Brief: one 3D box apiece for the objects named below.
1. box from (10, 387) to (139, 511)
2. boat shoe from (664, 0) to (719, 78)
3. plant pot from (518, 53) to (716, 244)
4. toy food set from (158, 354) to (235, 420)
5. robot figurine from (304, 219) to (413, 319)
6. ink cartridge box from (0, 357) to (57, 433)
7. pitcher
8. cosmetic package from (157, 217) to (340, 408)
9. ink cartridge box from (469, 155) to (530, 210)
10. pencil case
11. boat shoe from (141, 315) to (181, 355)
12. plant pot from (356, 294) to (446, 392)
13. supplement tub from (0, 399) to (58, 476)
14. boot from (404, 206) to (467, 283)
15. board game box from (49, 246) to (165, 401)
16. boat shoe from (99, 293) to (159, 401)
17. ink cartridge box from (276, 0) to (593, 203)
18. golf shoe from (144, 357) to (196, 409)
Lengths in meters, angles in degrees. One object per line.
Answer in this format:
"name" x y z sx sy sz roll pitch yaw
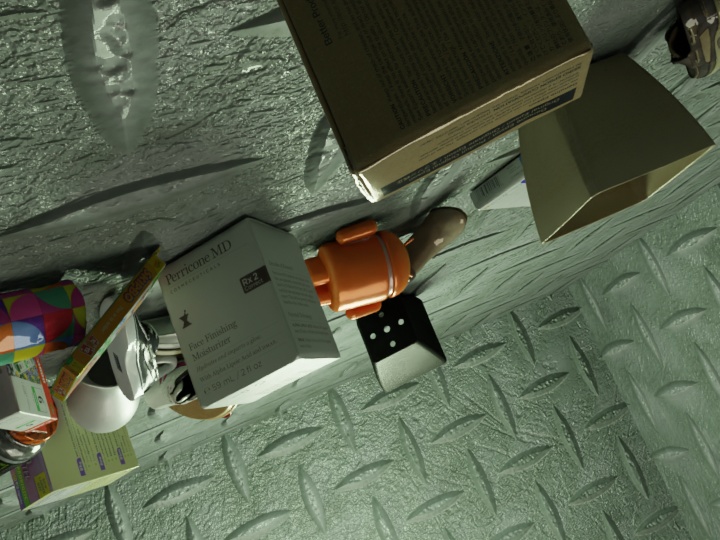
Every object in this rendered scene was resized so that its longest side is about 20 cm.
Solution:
"box" -0.528 0.309 1.317 0.095 0.180 0.199 -30 166 23
"boat shoe" 0.452 -0.321 0.992 0.072 0.077 0.200 -17 160 15
"plant pot" 0.335 -0.181 1.038 0.195 0.181 0.200 -21 167 -12
"toy food set" -0.301 0.191 1.318 0.200 0.197 0.049 -45 -170 30
"robot figurine" 0.000 0.001 1.227 0.195 0.148 0.117 -14 174 -15
"ink cartridge box" -0.476 0.166 1.028 0.049 0.111 0.200 -22 166 -7
"pitcher" -0.399 0.189 1.211 0.167 0.124 0.201 0 149 -24
"cosmetic package" -0.154 0.064 1.026 0.162 0.204 0.165 -27 167 14
"ink cartridge box" 0.328 -0.178 1.327 0.197 0.044 0.197 -8 158 -46
"pencil case" -0.414 0.067 0.835 0.197 0.090 0.088 -13 162 -41
"boat shoe" -0.279 0.088 1.187 0.195 0.075 0.070 -3 123 -30
"plant pot" 0.091 0.178 1.942 0.196 0.203 0.177 -26 155 9
"supplement tub" -0.589 0.266 1.169 0.197 0.125 0.122 -29 166 18
"boot" 0.106 -0.029 1.319 0.147 0.070 0.200 -52 -174 -23
"board game box" -0.306 0.063 0.899 0.095 0.030 0.203 -42 -162 51
"boat shoe" -0.329 0.105 1.066 0.067 0.071 0.204 -34 143 -37
"ink cartridge box" 0.034 -0.175 0.483 0.161 0.204 0.075 -25 166 6
"golf shoe" -0.310 0.191 1.238 0.198 0.073 0.093 -33 -165 29
